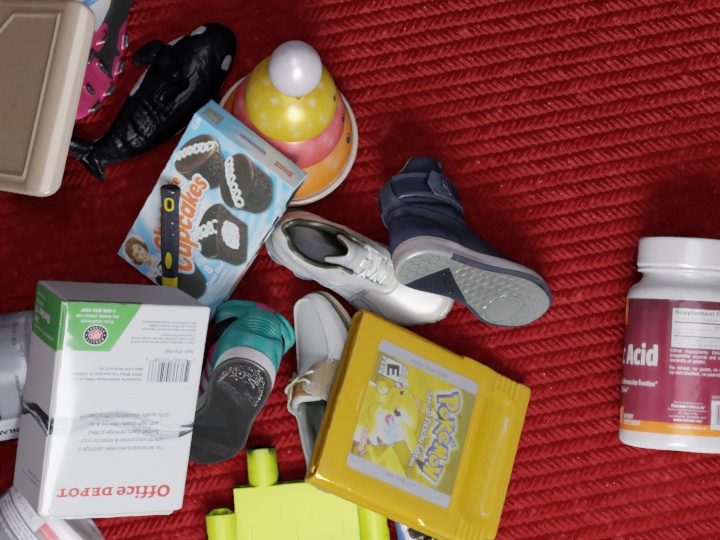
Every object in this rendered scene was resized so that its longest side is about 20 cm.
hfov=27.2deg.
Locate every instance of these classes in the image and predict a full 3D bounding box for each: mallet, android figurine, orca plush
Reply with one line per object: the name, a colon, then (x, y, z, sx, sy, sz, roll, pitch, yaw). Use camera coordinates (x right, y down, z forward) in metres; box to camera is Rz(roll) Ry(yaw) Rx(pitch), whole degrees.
mallet: (-0.174, 0.013, 1.432, 0.065, 0.041, 0.201, 12, 119, 0)
android figurine: (-0.060, 0.271, 1.466, 0.180, 0.041, 0.202, -3, 86, -1)
orca plush: (-0.205, -0.175, 1.465, 0.199, 0.071, 0.106, -28, 88, -2)

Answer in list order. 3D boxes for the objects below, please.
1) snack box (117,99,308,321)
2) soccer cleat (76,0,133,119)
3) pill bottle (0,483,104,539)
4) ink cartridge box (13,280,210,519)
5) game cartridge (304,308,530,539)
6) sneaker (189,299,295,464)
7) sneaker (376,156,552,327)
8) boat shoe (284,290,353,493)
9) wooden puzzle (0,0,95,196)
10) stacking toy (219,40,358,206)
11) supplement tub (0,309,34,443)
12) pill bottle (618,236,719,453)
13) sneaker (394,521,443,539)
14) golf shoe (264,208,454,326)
snack box: (-0.144, -0.053, 1.420, 0.116, 0.037, 0.200, 37, 128, 2)
soccer cleat: (-0.272, -0.245, 1.469, 0.086, 0.070, 0.202, 13, 77, 22)
pill bottle: (-0.351, 0.297, 1.424, 0.200, 0.114, 0.114, -41, 89, -2)
ink cartridge box: (-0.230, 0.118, 1.366, 0.146, 0.083, 0.202, 4, 101, -32)
game cartridge: (0.060, 0.154, 1.418, 0.199, 0.032, 0.178, 25, 65, -18)
sneaker: (-0.124, 0.096, 1.437, 0.083, 0.200, 0.121, 28, 48, -10)
sneaker: (0.100, -0.032, 1.461, 0.201, 0.147, 0.077, 25, 124, -37)
boat shoe: (-0.034, 0.116, 1.435, 0.068, 0.075, 0.202, -6, 71, -35)
wooden puzzle: (-0.342, -0.171, 1.444, 0.199, 0.037, 0.187, 10, 87, 37)
stacking toy: (-0.065, -0.154, 1.392, 0.145, 0.200, 0.148, 2, 75, -6)
supplement tub: (-0.394, 0.113, 1.426, 0.198, 0.123, 0.124, -11, 88, -1)
pill bottle: (0.312, 0.071, 1.441, 0.113, 0.114, 0.202, 4, 87, -1)
sneaker: (0.059, 0.284, 1.444, 0.078, 0.089, 0.202, 2, 63, -32)
golf shoe: (0.000, 0.000, 1.449, 0.198, 0.097, 0.079, 21, 86, -2)
